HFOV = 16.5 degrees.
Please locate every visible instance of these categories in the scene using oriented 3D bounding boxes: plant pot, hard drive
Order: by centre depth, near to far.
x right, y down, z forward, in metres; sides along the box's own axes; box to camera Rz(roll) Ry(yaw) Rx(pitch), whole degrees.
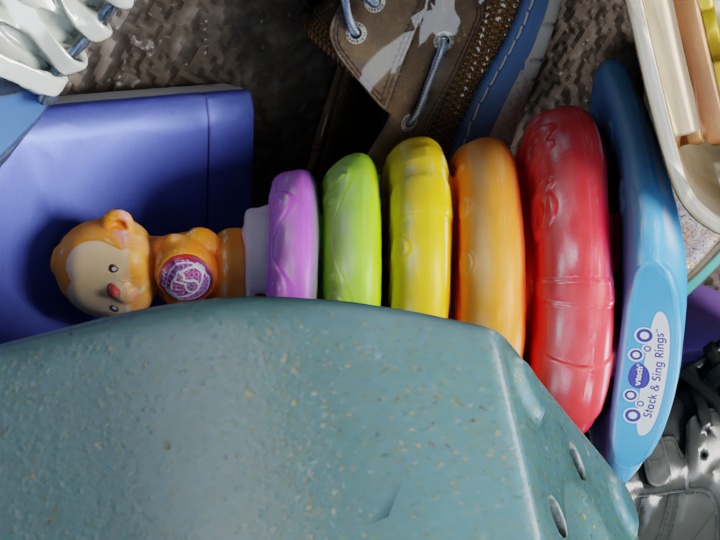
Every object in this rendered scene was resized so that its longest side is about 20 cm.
[{"bbox_3d":[-0.015,0.122,0.741,0.199,0.197,0.196,-21,143,15],"label":"plant pot"},{"bbox_3d":[-0.125,0.012,0.812,0.200,0.025,0.132,-8,107,-35],"label":"hard drive"}]

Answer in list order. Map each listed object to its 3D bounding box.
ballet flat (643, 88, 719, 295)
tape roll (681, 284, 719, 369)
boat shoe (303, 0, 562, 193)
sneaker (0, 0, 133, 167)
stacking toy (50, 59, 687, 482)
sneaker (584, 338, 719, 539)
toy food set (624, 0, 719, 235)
[{"bbox_3d":[0.145,-0.075,0.903,0.067,0.068,0.200,42,91,-13],"label":"ballet flat"},{"bbox_3d":[0.102,0.105,0.969,0.199,0.066,0.201,-9,119,-16],"label":"tape roll"},{"bbox_3d":[0.020,-0.083,0.836,0.072,0.072,0.201,1,115,-20],"label":"boat shoe"},{"bbox_3d":[-0.080,-0.103,0.714,0.080,0.146,0.201,27,84,-34],"label":"sneaker"},{"bbox_3d":[0.000,0.000,0.801,0.199,0.110,0.116,1,125,-4],"label":"stacking toy"},{"bbox_3d":[0.122,0.048,0.867,0.099,0.071,0.200,20,111,-33],"label":"sneaker"},{"bbox_3d":[0.107,-0.116,0.782,0.060,0.144,0.201,-13,103,8],"label":"toy food set"}]
